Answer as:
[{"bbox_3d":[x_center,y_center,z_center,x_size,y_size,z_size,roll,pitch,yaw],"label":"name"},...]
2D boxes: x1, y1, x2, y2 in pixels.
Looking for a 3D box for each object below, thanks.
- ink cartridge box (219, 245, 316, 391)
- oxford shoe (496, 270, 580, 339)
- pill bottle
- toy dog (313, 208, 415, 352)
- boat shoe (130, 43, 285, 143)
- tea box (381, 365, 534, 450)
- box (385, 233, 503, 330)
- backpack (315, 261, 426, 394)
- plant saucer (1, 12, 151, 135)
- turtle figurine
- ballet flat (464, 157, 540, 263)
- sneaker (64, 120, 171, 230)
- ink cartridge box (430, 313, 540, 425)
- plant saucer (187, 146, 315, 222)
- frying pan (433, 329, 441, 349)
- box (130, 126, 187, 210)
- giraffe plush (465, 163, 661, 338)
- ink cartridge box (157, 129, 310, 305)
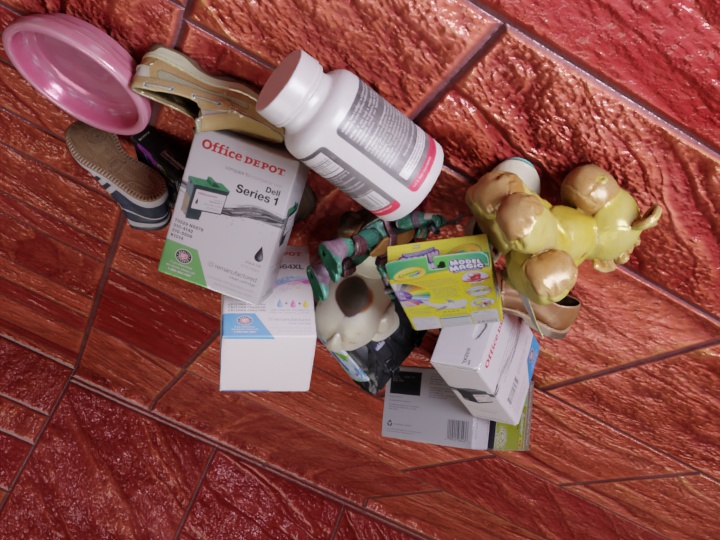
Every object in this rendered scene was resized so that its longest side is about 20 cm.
[{"bbox_3d":[-0.137,0.057,1.198,0.128,0.200,0.125,1,136,-10],"label":"ink cartridge box"},{"bbox_3d":[0.215,0.021,1.169,0.200,0.071,0.071,23,128,-2],"label":"oxford shoe"},{"bbox_3d":[-0.013,-0.151,0.922,0.200,0.111,0.111,34,153,-26],"label":"pill bottle"},{"bbox_3d":[0.000,0.000,1.156,0.139,0.194,0.200,31,125,13],"label":"toy dog"},{"bbox_3d":[-0.182,-0.195,1.014,0.200,0.076,0.072,24,156,-5],"label":"boat shoe"},{"bbox_3d":[0.177,0.247,1.496,0.200,0.134,0.197,-1,170,42],"label":"tea box"},{"bbox_3d":[0.100,0.014,0.968,0.117,0.048,0.200,-7,158,11],"label":"box"},{"bbox_3d":[-0.014,0.072,1.344,0.200,0.163,0.154,48,162,-32],"label":"backpack"},{"bbox_3d":[-0.351,-0.254,1.056,0.200,0.051,0.201,21,157,9],"label":"plant saucer"},{"bbox_3d":[0.036,-0.029,1.028,0.101,0.200,0.150,53,150,32],"label":"turtle figurine"},{"bbox_3d":[0.168,-0.061,1.013,0.069,0.070,0.200,20,156,4],"label":"ballet flat"},{"bbox_3d":[-0.357,-0.136,1.234,0.200,0.070,0.109,39,157,19],"label":"sneaker"},{"bbox_3d":[0.198,0.129,1.284,0.084,0.145,0.200,6,152,32],"label":"ink cartridge box"},{"bbox_3d":[-0.163,-0.122,1.213,0.200,0.030,0.200,17,156,8],"label":"plant saucer"},{"bbox_3d":[0.140,0.103,1.337,0.031,0.115,0.190,-32,148,10],"label":"frying pan"},{"bbox_3d":[-0.247,-0.109,1.224,0.200,0.036,0.143,39,159,11],"label":"box"},{"bbox_3d":[0.230,-0.044,0.896,0.200,0.162,0.173,61,180,-33],"label":"giraffe plush"},{"bbox_3d":[-0.163,-0.077,1.084,0.146,0.200,0.084,19,-166,4],"label":"ink cartridge box"}]
